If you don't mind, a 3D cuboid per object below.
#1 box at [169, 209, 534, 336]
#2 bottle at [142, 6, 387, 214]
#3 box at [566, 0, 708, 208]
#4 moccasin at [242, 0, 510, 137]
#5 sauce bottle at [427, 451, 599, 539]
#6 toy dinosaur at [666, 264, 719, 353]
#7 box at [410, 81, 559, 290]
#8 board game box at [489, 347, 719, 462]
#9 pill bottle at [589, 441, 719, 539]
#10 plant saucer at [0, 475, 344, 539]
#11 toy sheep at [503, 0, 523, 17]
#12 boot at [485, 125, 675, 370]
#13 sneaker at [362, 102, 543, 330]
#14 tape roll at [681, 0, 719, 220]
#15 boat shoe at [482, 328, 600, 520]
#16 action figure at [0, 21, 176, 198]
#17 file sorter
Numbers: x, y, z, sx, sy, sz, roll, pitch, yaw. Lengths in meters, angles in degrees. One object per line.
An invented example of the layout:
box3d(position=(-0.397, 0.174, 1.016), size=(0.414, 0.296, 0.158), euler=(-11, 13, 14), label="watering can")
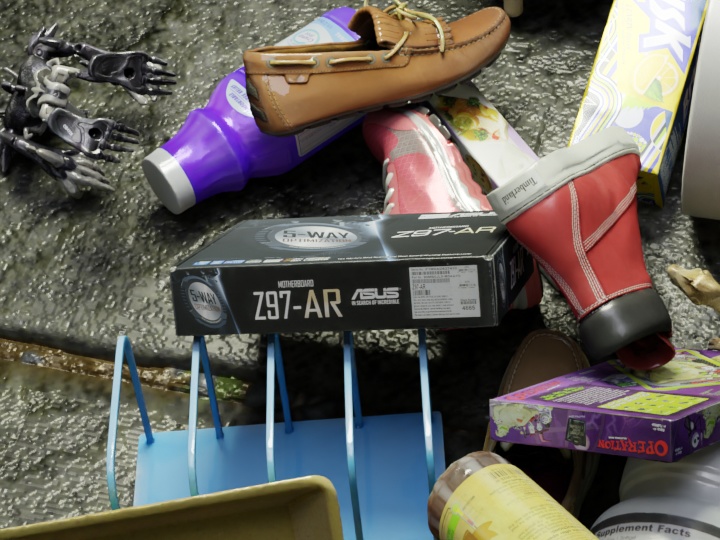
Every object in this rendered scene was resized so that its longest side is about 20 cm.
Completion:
box3d(position=(0.000, 0.000, 1.161), size=(0.198, 0.044, 0.160), euler=(-2, 12, 14), label="box")
box3d(position=(-0.065, -0.113, 1.349), size=(0.199, 0.065, 0.084), euler=(-34, 57, -19), label="bottle")
box3d(position=(0.207, -0.153, 1.319), size=(0.070, 0.064, 0.201), euler=(15, 73, 16), label="box")
box3d(position=(0.012, -0.155, 1.303), size=(0.200, 0.078, 0.074), euler=(-15, 17, -14), label="moccasin")
box3d(position=(0.109, 0.169, 0.994), size=(0.064, 0.065, 0.200), euler=(-30, 36, -16), label="sauce bottle")
box3d(position=(0.293, 0.037, 1.178), size=(0.198, 0.101, 0.059), euler=(2, 52, 7), label="toy dinosaur")
box3d(position=(0.100, -0.072, 1.318), size=(0.039, 0.042, 0.200), euler=(-27, 56, -14), label="box")
box3d(position=(0.179, 0.076, 1.111), size=(0.119, 0.033, 0.199), euler=(9, 13, 36), label="board game box")
box3d(position=(0.175, 0.201, 1.057), size=(0.116, 0.117, 0.201), euler=(12, 54, 14), label="pill bottle")
box3d(position=(-0.099, 0.215, 1.054), size=(0.198, 0.201, 0.048), euler=(-9, 16, -1), label="plant saucer")
box3d(position=(0.145, -0.266, 1.399), size=(0.198, 0.138, 0.139), euler=(-11, 52, -4), label="toy sheep")
box3d(position=(0.158, -0.011, 1.173), size=(0.072, 0.200, 0.145), euler=(-34, 88, 25), label="boot")
box3d(position=(0.041, -0.039, 1.279), size=(0.086, 0.074, 0.200), euler=(-28, 55, -13), label="sneaker")
box3d(position=(0.297, -0.127, 1.240), size=(0.138, 0.203, 0.204), euler=(11, 54, 12), label="tape roll")
box3d(position=(0.113, 0.114, 1.159), size=(0.073, 0.067, 0.201), euler=(3, 53, 8), label="boat shoe")
box3d(position=(-0.202, -0.114, 1.343), size=(0.200, 0.102, 0.120), euler=(13, 78, 62), label="action figure")
box3d(position=(-0.048, 0.112, 1.129), size=(0.198, 0.123, 0.139), euler=(-4, 43, 2), label="file sorter")
